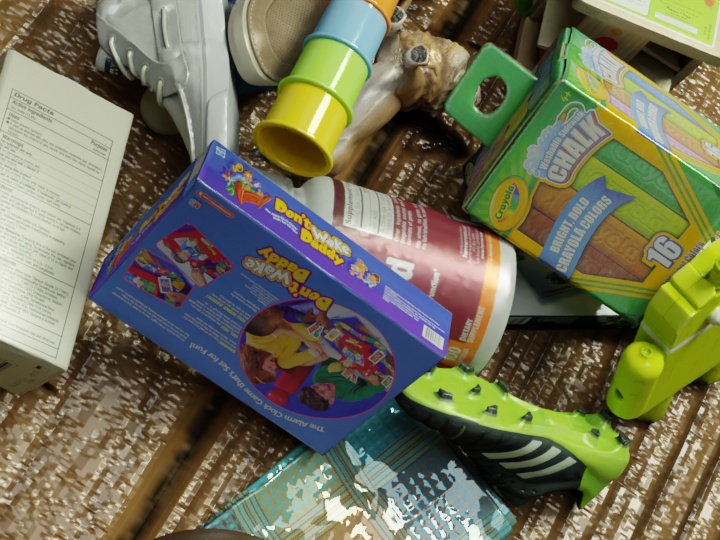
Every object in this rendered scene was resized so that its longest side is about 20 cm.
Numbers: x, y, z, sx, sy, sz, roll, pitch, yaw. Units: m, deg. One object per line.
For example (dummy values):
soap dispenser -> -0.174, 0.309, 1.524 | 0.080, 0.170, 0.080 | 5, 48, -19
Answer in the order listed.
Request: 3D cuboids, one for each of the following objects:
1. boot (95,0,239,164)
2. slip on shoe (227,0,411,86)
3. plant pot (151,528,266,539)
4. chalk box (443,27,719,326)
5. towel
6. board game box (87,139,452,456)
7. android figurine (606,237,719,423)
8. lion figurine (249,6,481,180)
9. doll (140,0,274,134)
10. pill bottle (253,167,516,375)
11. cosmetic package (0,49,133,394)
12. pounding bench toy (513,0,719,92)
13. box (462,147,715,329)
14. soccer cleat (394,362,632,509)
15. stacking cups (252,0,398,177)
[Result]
boot -> -0.138, -0.140, 1.073 | 0.095, 0.074, 0.201 | -6, 68, 0
slip on shoe -> -0.025, -0.186, 1.122 | 0.200, 0.060, 0.077 | -28, 105, -57
plant pot -> -0.080, 0.236, 0.902 | 0.185, 0.200, 0.188 | 4, 73, -12
chalk box -> 0.155, -0.082, 1.092 | 0.199, 0.125, 0.124 | 32, 28, -6
towel -> 0.000, 0.181, 1.062 | 0.200, 0.022, 0.147 | -36, 84, -27
board game box -> -0.059, 0.023, 0.998 | 0.200, 0.134, 0.045 | 36, 37, -18
android figurine -> 0.254, 0.037, 1.105 | 0.181, 0.201, 0.041 | -29, 63, -24
lion figurine -> 0.002, -0.121, 1.144 | 0.199, 0.123, 0.073 | -34, 74, -11
doll -> -0.105, -0.184, 1.147 | 0.136, 0.049, 0.201 | 30, 63, -2
pill bottle -> 0.000, 0.000, 1.078 | 0.199, 0.114, 0.115 | 16, 66, -13
cosmetic package -> -0.230, -0.032, 1.012 | 0.105, 0.071, 0.201 | 28, 57, -29
pounding bench toy -> 0.172, -0.217, 1.198 | 0.199, 0.156, 0.125 | 19, 66, -12
box -> 0.185, -0.024, 1.195 | 0.198, 0.038, 0.138 | 1, 70, -19
soccer cleat -> 0.102, 0.123, 1.071 | 0.199, 0.081, 0.068 | 19, 25, -26
stacking cups -> -0.009, -0.160, 1.067 | 0.060, 0.061, 0.201 | 29, 63, -7
